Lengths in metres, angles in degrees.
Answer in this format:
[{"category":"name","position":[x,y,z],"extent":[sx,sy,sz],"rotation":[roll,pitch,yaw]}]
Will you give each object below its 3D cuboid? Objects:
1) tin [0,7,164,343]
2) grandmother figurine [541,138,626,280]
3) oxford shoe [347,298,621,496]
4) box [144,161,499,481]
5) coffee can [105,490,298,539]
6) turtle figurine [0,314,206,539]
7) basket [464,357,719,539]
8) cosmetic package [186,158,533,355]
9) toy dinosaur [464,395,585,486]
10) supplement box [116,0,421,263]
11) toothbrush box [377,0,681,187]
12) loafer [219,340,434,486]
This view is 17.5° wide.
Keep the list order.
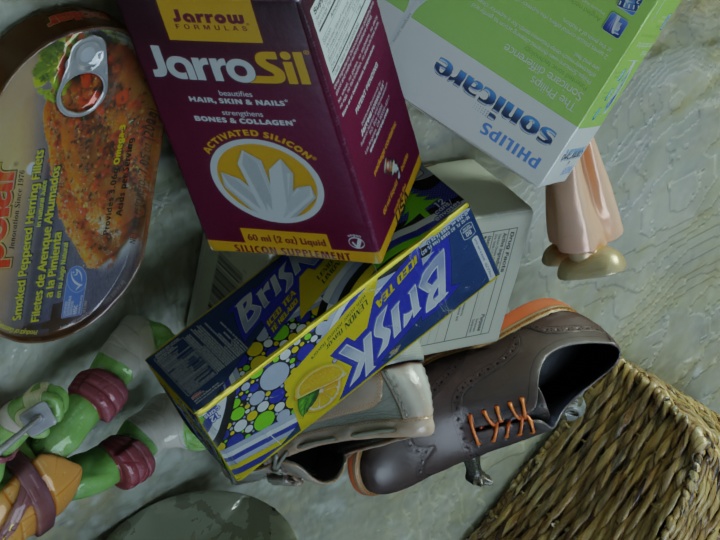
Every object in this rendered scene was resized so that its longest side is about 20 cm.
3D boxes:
[{"category":"tin","position":[-0.169,-0.052,1.298],"extent":[0.112,0.042,0.200],"rotation":[-13,129,-38]},{"category":"grandmother figurine","position":[0.121,-0.100,1.449],"extent":[0.060,0.121,0.200],"rotation":[-16,108,-16]},{"category":"oxford shoe","position":[0.079,0.085,1.508],"extent":[0.200,0.072,0.071],"rotation":[-35,122,-21]},{"category":"box","position":[-0.020,0.026,1.356],"extent":[0.200,0.064,0.070],"rotation":[-37,136,-10]},{"category":"coffee can","position":[-0.087,0.262,1.533],"extent":[0.146,0.146,0.200],"rotation":[-32,136,-16]},{"category":"turtle figurine","position":[-0.154,0.125,1.350],"extent":[0.144,0.200,0.194],"rotation":[52,56,-9]},{"category":"basket","position":[0.206,0.191,1.725],"extent":[0.200,0.143,0.149],"rotation":[-52,138,6]},{"category":"cosmetic package","position":[0.000,0.000,1.454],"extent":[0.200,0.073,0.104],"rotation":[-9,127,-36]},{"category":"toy dinosaur","position":[0.056,0.090,1.589],"extent":[0.200,0.077,0.102],"rotation":[6,105,-37]},{"category":"supplement box","position":[-0.047,-0.103,1.284],"extent":[0.200,0.110,0.086],"rotation":[72,30,-45]},{"category":"toothbrush box","position":[0.103,-0.170,1.338],"extent":[0.200,0.145,0.086],"rotation":[-58,169,11]},{"category":"loafer","position":[-0.025,0.104,1.449],"extent":[0.072,0.063,0.200],"rotation":[-9,163,-39]}]
